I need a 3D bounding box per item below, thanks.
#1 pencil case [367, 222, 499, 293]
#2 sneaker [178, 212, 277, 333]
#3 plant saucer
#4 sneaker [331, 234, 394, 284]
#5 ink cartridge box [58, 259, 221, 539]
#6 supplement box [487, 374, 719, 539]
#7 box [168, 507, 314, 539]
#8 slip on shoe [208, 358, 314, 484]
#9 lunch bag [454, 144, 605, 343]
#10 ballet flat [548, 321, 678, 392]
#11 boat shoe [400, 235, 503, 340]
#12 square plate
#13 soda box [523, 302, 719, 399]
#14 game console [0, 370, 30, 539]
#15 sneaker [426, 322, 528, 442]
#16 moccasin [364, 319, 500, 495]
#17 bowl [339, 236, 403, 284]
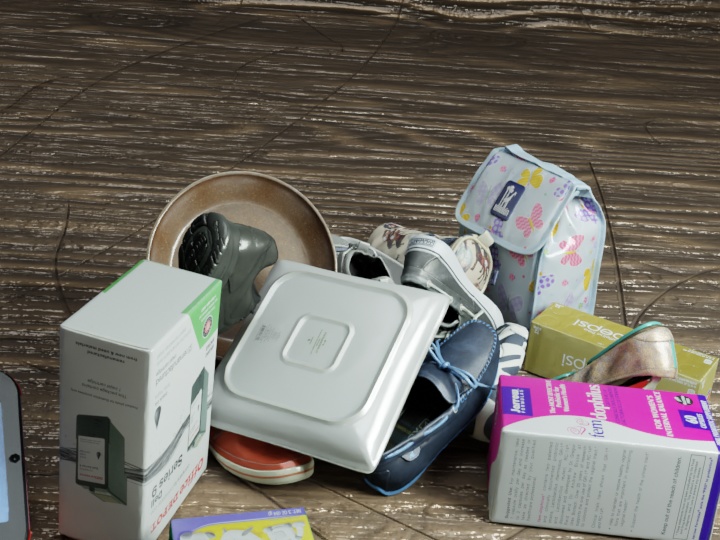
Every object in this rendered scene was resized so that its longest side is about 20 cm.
[{"bbox_3d":[0.082,-0.014,1.340,0.089,0.078,0.199,-44,27,-19],"label":"pencil case"},{"bbox_3d":[-0.146,0.035,1.026,0.090,0.200,0.076,9,43,-40],"label":"sneaker"},{"bbox_3d":[-0.124,-0.002,1.131,0.198,0.203,0.037,-1,-12,-14],"label":"plant saucer"},{"bbox_3d":[0.000,0.000,1.174,0.074,0.083,0.200,-6,28,-23],"label":"sneaker"},{"bbox_3d":[-0.187,0.115,0.925,0.083,0.202,0.146,13,26,11],"label":"ink cartridge box"},{"bbox_3d":[0.219,0.172,0.995,0.197,0.105,0.101,4,25,3],"label":"supplement box"},{"bbox_3d":[-0.080,0.260,0.814,0.116,0.049,0.200,-2,27,-15],"label":"box"},{"bbox_3d":[-0.115,0.143,1.044,0.073,0.062,0.199,-12,31,-36],"label":"slip on shoe"},{"bbox_3d":[0.201,-0.037,1.326,0.126,0.202,0.169,-10,29,-30],"label":"lunch bag"},{"bbox_3d":[0.231,0.122,1.074,0.068,0.200,0.068,0,62,-40],"label":"ballet flat"},{"bbox_3d":[0.101,0.045,1.201,0.073,0.200,0.069,3,58,29],"label":"boat shoe"},{"bbox_3d":[-0.039,0.077,1.025,0.196,0.029,0.201,12,55,23],"label":"square plate"},{"bbox_3d":[0.285,0.103,1.200,0.198,0.065,0.068,19,28,29],"label":"soda box"},{"bbox_3d":[-0.366,0.169,0.890,0.175,0.031,0.201,-1,47,-20],"label":"game console"},{"bbox_3d":[0.104,0.103,1.147,0.128,0.080,0.200,14,32,7],"label":"sneaker"},{"bbox_3d":[0.073,0.121,1.022,0.080,0.069,0.201,20,59,27],"label":"moccasin"},{"bbox_3d":[-0.037,0.038,1.270,0.198,0.075,0.199,-13,29,-34],"label":"bowl"}]
